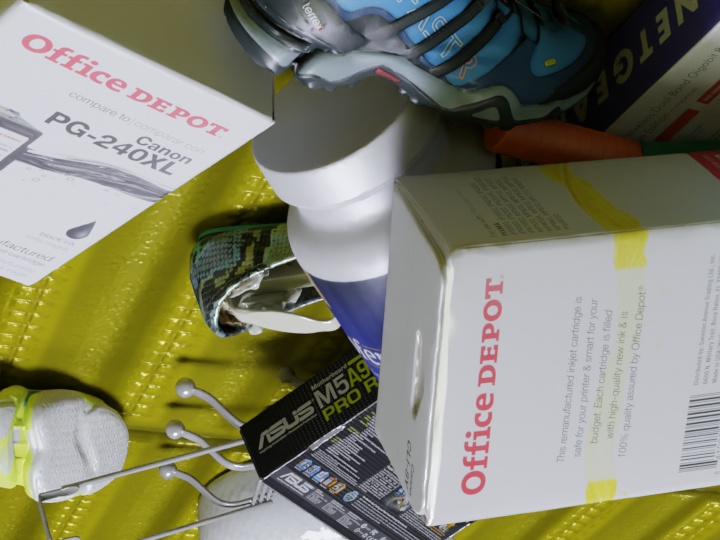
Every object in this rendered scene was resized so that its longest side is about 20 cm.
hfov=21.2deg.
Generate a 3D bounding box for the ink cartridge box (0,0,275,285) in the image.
[{"bbox_3d":[-0.154,-0.085,0.900,0.145,0.084,0.199,23,142,-38],"label":"ink cartridge box"}]

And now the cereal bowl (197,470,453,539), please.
[{"bbox_3d":[-0.025,0.212,1.445,0.198,0.084,0.201,-1,151,-1],"label":"cereal bowl"}]

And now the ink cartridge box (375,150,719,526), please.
[{"bbox_3d":[0.113,0.027,0.907,0.198,0.084,0.146,-5,118,-17],"label":"ink cartridge box"}]

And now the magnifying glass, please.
[{"bbox_3d":[0.152,-0.050,0.960,0.199,0.023,0.080,10,148,-26],"label":"magnifying glass"}]

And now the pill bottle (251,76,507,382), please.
[{"bbox_3d":[0.033,-0.011,0.976,0.115,0.116,0.201,-17,127,23],"label":"pill bottle"}]

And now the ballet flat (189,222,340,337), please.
[{"bbox_3d":[0.000,0.000,1.085,0.198,0.075,0.074,-12,150,15],"label":"ballet flat"}]

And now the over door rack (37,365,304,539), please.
[{"bbox_3d":[-0.134,0.139,1.277,0.199,0.067,0.148,-26,158,-23],"label":"over door rack"}]

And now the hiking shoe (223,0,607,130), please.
[{"bbox_3d":[0.040,-0.120,0.870,0.199,0.075,0.087,4,132,-33],"label":"hiking shoe"}]

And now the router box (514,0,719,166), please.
[{"bbox_3d":[0.204,-0.079,0.981,0.178,0.049,0.200,12,147,-24],"label":"router box"}]

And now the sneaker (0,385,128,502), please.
[{"bbox_3d":[-0.250,0.103,1.263,0.105,0.076,0.199,16,-176,42],"label":"sneaker"}]

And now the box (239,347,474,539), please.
[{"bbox_3d":[0.037,0.110,1.254,0.160,0.044,0.200,-36,143,10],"label":"box"}]
